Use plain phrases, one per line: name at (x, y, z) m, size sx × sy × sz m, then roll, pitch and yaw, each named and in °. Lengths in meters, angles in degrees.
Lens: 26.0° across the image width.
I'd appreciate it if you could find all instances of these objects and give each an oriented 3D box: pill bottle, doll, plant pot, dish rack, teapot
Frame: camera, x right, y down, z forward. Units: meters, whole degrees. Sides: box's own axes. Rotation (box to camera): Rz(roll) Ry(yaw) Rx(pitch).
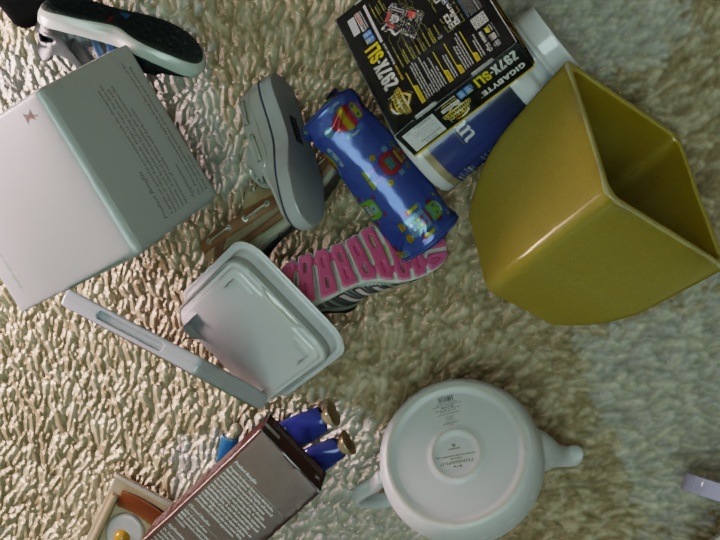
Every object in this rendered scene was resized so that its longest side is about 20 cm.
pill bottle at (0.134, -0.188, 1.678) m, size 0.200 × 0.111 × 0.111 m, roll -39°, pitch 95°, yaw 13°
doll at (-0.106, 0.234, 1.834) m, size 0.199 × 0.048 × 0.137 m, roll -26°, pitch 97°, yaw 12°
plant pot at (0.226, -0.056, 1.633) m, size 0.194 × 0.196 × 0.200 m, roll 26°, pitch 129°, yaw -35°
dish rack at (-0.121, 0.068, 1.743) m, size 0.172 × 0.044 × 0.200 m, roll 47°, pitch 144°, yaw -3°
teapot at (0.116, 0.225, 1.760) m, size 0.199 × 0.146 × 0.198 m, roll 30°, pitch 79°, yaw 21°

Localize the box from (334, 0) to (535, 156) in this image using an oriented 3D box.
box at (0.075, -0.242, 1.642) m, size 0.159 × 0.201 × 0.049 m, roll -38°, pitch 139°, yaw 14°

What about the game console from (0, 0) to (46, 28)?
game console at (-0.355, -0.405, 1.743) m, size 0.199 × 0.116 × 0.177 m, roll -29°, pitch 67°, yaw 12°

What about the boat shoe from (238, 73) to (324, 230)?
boat shoe at (-0.094, -0.123, 1.705) m, size 0.065 × 0.072 × 0.201 m, roll -29°, pitch 61°, yaw 23°

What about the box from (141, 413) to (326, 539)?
box at (-0.145, 0.271, 1.783) m, size 0.200 × 0.075 × 0.100 m, roll -42°, pitch 94°, yaw 12°

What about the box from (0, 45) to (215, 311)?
box at (-0.311, -0.099, 1.696) m, size 0.199 × 0.171 × 0.200 m, roll -25°, pitch 101°, yaw 33°

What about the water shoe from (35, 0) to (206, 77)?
water shoe at (-0.268, -0.246, 1.751) m, size 0.199 × 0.072 × 0.079 m, roll 21°, pitch 127°, yaw 6°

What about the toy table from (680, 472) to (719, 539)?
toy table at (0.442, 0.307, 1.725) m, size 0.199 × 0.184 × 0.118 m, roll 15°, pitch 87°, yaw 13°

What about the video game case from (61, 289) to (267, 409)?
video game case at (-0.211, 0.089, 1.707) m, size 0.181 × 0.200 × 0.022 m, roll 25°, pitch 84°, yaw 22°

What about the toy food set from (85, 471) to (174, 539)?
toy food set at (-0.272, 0.357, 1.877) m, size 0.143 × 0.060 × 0.201 m, roll 27°, pitch 104°, yaw 1°

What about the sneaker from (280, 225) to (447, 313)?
sneaker at (0.000, 0.000, 1.761) m, size 0.199 × 0.088 × 0.074 m, roll -18°, pitch 77°, yaw -11°

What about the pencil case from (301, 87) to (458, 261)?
pencil case at (0.017, -0.105, 1.691) m, size 0.200 × 0.087 × 0.078 m, roll 50°, pitch 59°, yaw -5°

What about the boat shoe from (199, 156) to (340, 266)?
boat shoe at (-0.102, -0.070, 1.755) m, size 0.200 × 0.076 × 0.072 m, roll -42°, pitch 85°, yaw 7°
